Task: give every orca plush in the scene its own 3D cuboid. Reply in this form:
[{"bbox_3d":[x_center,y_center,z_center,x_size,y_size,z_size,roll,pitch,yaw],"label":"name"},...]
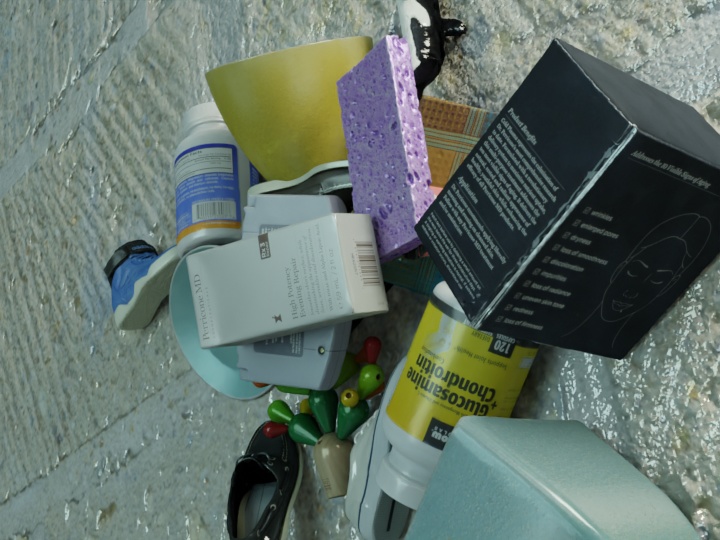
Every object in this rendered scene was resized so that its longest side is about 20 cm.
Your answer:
[{"bbox_3d":[0.079,-0.264,1.171,0.070,0.106,0.201,-10,32,6],"label":"orca plush"}]

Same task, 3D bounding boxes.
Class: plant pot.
[{"bbox_3d":[-0.068,-0.177,1.258,0.199,0.199,0.144,-4,101,49],"label":"plant pot"},{"bbox_3d":[0.162,0.251,0.842,0.199,0.195,0.198,32,104,39],"label":"plant pot"}]

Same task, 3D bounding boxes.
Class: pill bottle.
[{"bbox_3d":[0.087,0.121,1.019,0.112,0.111,0.202,32,104,49],"label":"pill bottle"},{"bbox_3d":[-0.187,-0.112,1.418,0.112,0.111,0.202,-29,58,42],"label":"pill bottle"}]

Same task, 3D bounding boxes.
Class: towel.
[{"bbox_3d":[0.088,-0.072,1.124,0.146,0.022,0.202,20,93,35],"label":"towel"}]

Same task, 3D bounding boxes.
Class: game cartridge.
[{"bbox_3d":[-0.068,0.021,1.146,0.132,0.041,0.203,4,91,28],"label":"game cartridge"}]

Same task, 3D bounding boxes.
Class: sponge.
[{"bbox_3d":[0.024,-0.116,1.073,0.111,0.029,0.203,-26,69,58],"label":"sponge"}]

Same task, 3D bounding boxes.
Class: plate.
[{"bbox_3d":[-0.164,0.063,1.359,0.198,0.025,0.203,15,115,35],"label":"plate"}]

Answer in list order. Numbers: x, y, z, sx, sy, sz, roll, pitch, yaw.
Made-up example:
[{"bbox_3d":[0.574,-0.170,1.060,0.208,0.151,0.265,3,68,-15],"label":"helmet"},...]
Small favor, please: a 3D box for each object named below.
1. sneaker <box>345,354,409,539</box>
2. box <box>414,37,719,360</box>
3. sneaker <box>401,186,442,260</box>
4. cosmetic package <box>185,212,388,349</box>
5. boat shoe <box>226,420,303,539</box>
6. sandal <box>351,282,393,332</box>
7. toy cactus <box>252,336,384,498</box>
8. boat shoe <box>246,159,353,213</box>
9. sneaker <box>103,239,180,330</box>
[{"bbox_3d":[0.024,0.176,1.110,0.070,0.073,0.203,20,95,47],"label":"sneaker"},{"bbox_3d":[0.187,-0.048,0.879,0.197,0.198,0.125,-52,46,26],"label":"box"},{"bbox_3d":[0.102,-0.044,1.059,0.199,0.086,0.075,16,106,58],"label":"sneaker"},{"bbox_3d":[-0.076,0.013,1.085,0.198,0.074,0.103,-16,82,32],"label":"cosmetic package"},{"bbox_3d":[-0.115,0.239,1.216,0.074,0.066,0.201,-13,42,23],"label":"boat shoe"},{"bbox_3d":[0.000,0.001,1.209,0.201,0.048,0.076,-57,44,22],"label":"sandal"},{"bbox_3d":[-0.039,0.164,1.188,0.199,0.102,0.167,-23,72,35],"label":"toy cactus"},{"bbox_3d":[-0.047,-0.072,1.194,0.200,0.071,0.061,-12,66,40],"label":"boat shoe"},{"bbox_3d":[-0.305,-0.009,1.556,0.200,0.076,0.112,-45,57,41],"label":"sneaker"}]
